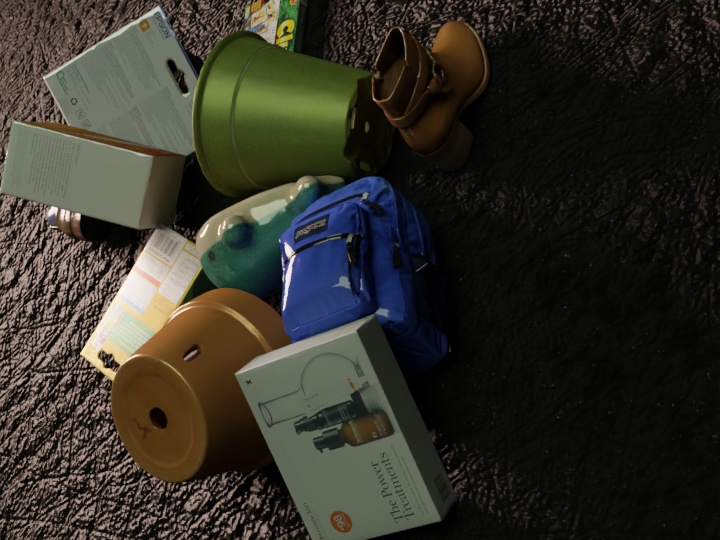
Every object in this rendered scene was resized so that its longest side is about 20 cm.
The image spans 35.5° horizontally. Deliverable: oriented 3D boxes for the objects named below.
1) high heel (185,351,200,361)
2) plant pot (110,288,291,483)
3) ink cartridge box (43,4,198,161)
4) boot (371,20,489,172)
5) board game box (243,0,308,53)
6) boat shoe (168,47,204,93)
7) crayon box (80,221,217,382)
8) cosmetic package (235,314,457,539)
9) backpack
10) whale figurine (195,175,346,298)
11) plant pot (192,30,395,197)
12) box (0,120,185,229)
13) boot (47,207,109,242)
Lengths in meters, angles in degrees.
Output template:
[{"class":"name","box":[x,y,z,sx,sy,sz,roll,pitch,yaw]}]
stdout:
[{"class":"high heel","box":[-0.207,0.104,1.348,0.198,0.067,0.097,-20,65,24]},{"class":"plant pot","box":[-0.167,0.134,1.193,0.198,0.140,0.203,11,111,32]},{"class":"ink cartridge box","box":[-0.306,-0.228,1.553,0.198,0.043,0.198,-28,90,9]},{"class":"boot","box":[0.075,-0.227,1.248,0.073,0.154,0.202,-15,58,32]},{"class":"board game box","box":[-0.124,-0.293,1.539,0.104,0.023,0.203,-13,59,31]},{"class":"boat shoe","box":[-0.290,-0.224,1.608,0.073,0.063,0.203,29,87,41]},{"class":"crayon box","box":[-0.260,0.052,1.438,0.125,0.051,0.201,27,84,44]},{"class":"cosmetic package","box":[-0.015,0.161,1.097,0.150,0.052,0.202,-21,98,31]},{"class":"backpack","box":[0.000,0.000,1.180,0.161,0.168,0.202,-18,50,23]},{"class":"whale figurine","box":[-0.097,-0.037,1.300,0.199,0.158,0.105,-30,78,31]},{"class":"plant pot","box":[-0.065,-0.176,1.333,0.188,0.200,0.202,10,72,28]},{"class":"box","box":[-0.350,-0.127,1.484,0.197,0.124,0.099,15,98,9]},{"class":"boot","box":[-0.397,-0.142,1.639,0.096,0.075,0.202,5,72,37]}]
